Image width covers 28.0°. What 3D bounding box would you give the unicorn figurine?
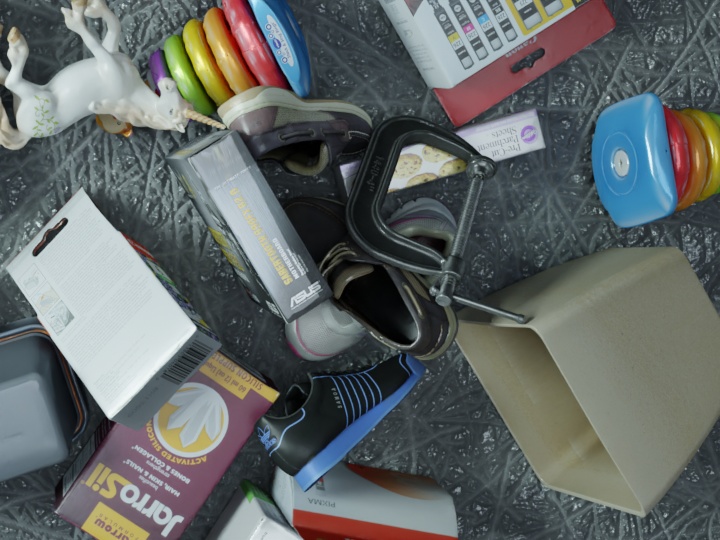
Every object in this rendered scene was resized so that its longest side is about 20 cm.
[{"bbox_3d":[-0.230,-0.161,1.221,0.199,0.074,0.138,-19,114,5],"label":"unicorn figurine"}]

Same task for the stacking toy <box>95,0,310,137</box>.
[{"bbox_3d":[-0.148,-0.175,1.284,0.199,0.110,0.117,-25,106,7],"label":"stacking toy"}]

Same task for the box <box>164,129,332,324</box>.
[{"bbox_3d":[-0.101,-0.042,1.245,0.048,0.200,0.159,-33,102,-9],"label":"box"}]

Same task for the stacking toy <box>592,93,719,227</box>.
[{"bbox_3d":[0.331,-0.112,1.377,0.199,0.110,0.117,-8,87,-22],"label":"stacking toy"}]

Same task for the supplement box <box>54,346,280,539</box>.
[{"bbox_3d":[-0.177,0.156,1.308,0.110,0.086,0.201,35,88,-12],"label":"supplement box"}]

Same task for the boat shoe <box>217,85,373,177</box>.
[{"bbox_3d":[-0.049,-0.113,1.262,0.072,0.200,0.065,-23,77,26],"label":"boat shoe"}]

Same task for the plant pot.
[{"bbox_3d":[0.231,0.082,1.337,0.177,0.200,0.201,-34,101,-17],"label":"plant pot"}]

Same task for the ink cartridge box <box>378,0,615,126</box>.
[{"bbox_3d":[0.134,-0.255,1.330,0.199,0.084,0.176,-33,101,-7],"label":"ink cartridge box"}]

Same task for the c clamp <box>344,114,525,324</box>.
[{"bbox_3d":[0.071,-0.051,1.276,0.170,0.027,0.201,16,52,-5],"label":"c clamp"}]

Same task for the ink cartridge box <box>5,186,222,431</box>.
[{"bbox_3d":[-0.220,0.031,1.269,0.109,0.050,0.200,-45,58,4],"label":"ink cartridge box"}]

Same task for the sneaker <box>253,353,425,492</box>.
[{"bbox_3d":[-0.016,0.116,1.310,0.078,0.070,0.200,47,42,4],"label":"sneaker"}]

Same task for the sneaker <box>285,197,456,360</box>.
[{"bbox_3d":[0.013,0.008,1.330,0.200,0.088,0.081,-43,102,-4],"label":"sneaker"}]

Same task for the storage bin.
[{"bbox_3d":[-0.339,0.124,1.244,0.199,0.134,0.146,-18,102,-10],"label":"storage bin"}]

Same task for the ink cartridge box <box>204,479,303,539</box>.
[{"bbox_3d":[-0.038,0.290,1.319,0.199,0.145,0.084,34,87,-13],"label":"ink cartridge box"}]

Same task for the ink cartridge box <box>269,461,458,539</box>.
[{"bbox_3d":[0.011,0.213,1.292,0.161,0.200,0.050,12,89,-13],"label":"ink cartridge box"}]

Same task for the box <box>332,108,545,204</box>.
[{"bbox_3d":[0.073,-0.107,1.355,0.199,0.039,0.042,-16,98,-9],"label":"box"}]

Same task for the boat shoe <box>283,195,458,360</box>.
[{"bbox_3d":[0.000,0.000,1.258,0.200,0.073,0.075,38,102,19],"label":"boat shoe"}]
